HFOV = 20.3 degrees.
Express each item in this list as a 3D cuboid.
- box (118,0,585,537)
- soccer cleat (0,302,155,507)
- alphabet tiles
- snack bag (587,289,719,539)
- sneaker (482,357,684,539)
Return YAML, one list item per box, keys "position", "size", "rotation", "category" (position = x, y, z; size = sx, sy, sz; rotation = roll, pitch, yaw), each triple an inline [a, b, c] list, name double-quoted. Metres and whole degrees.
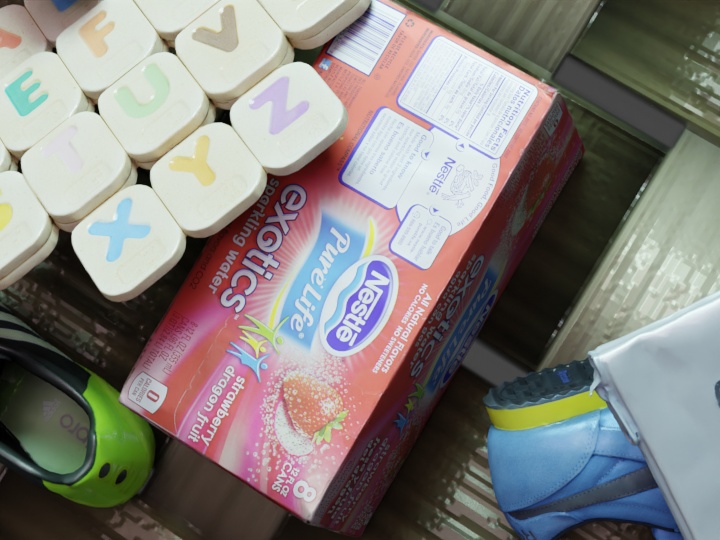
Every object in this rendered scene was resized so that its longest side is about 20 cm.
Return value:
- position: [0.000, 0.000, 0.840]
  size: [0.099, 0.095, 0.201]
  rotation: [29, 87, 18]
  category: "box"
- position: [-0.177, 0.038, 0.881]
  size: [0.199, 0.081, 0.068]
  rotation: [29, 87, 16]
  category: "soccer cleat"
- position: [-0.094, -0.079, 0.833]
  size: [0.199, 0.015, 0.196]
  rotation: [-38, 47, 0]
  category: "alphabet tiles"
- position: [0.210, 0.068, 0.774]
  size: [0.199, 0.021, 0.190]
  rotation: [-28, 104, 4]
  category: "snack bag"
- position: [0.150, 0.066, 0.817]
  size: [0.198, 0.066, 0.079]
  rotation: [-14, 97, 7]
  category: "sneaker"
